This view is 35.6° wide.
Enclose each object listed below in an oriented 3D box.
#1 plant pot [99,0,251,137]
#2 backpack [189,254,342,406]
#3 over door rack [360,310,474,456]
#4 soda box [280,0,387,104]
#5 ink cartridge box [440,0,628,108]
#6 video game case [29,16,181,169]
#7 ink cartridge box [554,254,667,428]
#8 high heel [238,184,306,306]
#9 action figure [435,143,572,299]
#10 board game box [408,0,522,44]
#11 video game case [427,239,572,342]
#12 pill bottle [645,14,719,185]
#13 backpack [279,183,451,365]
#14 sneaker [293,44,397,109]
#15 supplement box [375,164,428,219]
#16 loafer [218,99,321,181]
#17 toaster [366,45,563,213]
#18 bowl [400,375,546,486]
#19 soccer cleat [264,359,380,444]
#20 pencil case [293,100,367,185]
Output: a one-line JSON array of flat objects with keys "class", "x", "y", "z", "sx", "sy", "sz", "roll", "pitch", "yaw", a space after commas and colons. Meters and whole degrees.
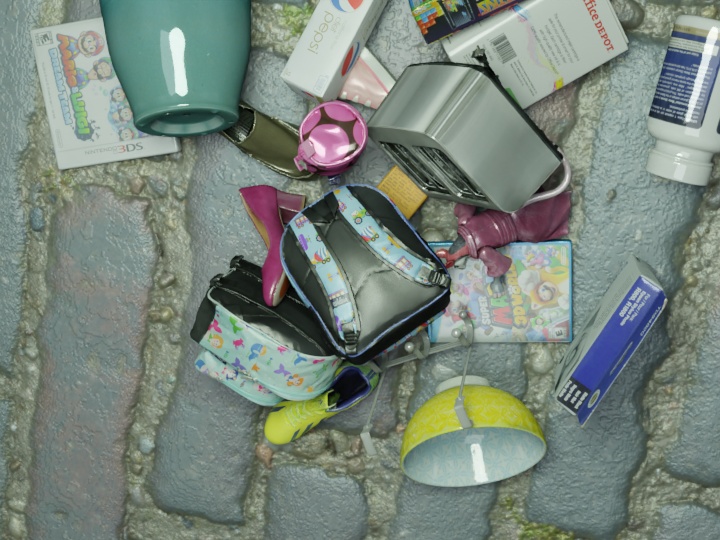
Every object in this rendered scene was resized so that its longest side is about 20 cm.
[{"class": "plant pot", "x": -0.229, "y": -0.275, "z": 1.431, "sx": 0.200, "sy": 0.200, "sz": 0.188, "roll": -7, "pitch": 83, "yaw": 10}, {"class": "backpack", "x": -0.118, "y": 0.093, "z": 1.527, "sx": 0.200, "sy": 0.178, "sz": 0.151, "roll": 24, "pitch": 114, "yaw": 6}, {"class": "over door rack", "x": 0.075, "y": 0.138, "z": 1.481, "sx": 0.148, "sy": 0.200, "sz": 0.067, "roll": -19, "pitch": 122, "yaw": 20}, {"class": "soda box", "x": -0.024, "y": -0.312, "z": 1.425, "sx": 0.064, "sy": 0.068, "sz": 0.200, "roll": 28, "pitch": 90, "yaw": 10}, {"class": "ink cartridge box", "x": 0.215, "y": -0.298, "z": 1.410, "sx": 0.200, "sy": 0.084, "sz": 0.145, "roll": -29, "pitch": 136, "yaw": 13}, {"class": "video game case", "x": -0.357, "y": -0.252, "z": 1.570, "sx": 0.182, "sy": 0.024, "sz": 0.200, "roll": -7, "pitch": 100, "yaw": 10}, {"class": "ink cartridge box", "x": 0.318, "y": 0.085, "z": 1.449, "sx": 0.041, "sy": 0.200, "sz": 0.200, "roll": 31, "pitch": 104, "yaw": 1}, {"class": "high heel", "x": -0.134, "y": -0.034, "z": 1.510, "sx": 0.096, "sy": 0.200, "sz": 0.067, "roll": 8, "pitch": 135, "yaw": 1}, {"class": "action figure", "x": 0.189, "y": -0.055, "z": 1.462, "sx": 0.200, "sy": 0.149, "sz": 0.134, "roll": -31, "pitch": 78, "yaw": -14}, {"class": "board game box", "x": 0.133, "y": -0.380, "z": 1.382, "sx": 0.165, "sy": 0.200, "sz": 0.057, "roll": -22, "pitch": 130, "yaw": 12}, {"class": "video game case", "x": 0.191, "y": 0.029, "z": 1.550, "sx": 0.200, "sy": 0.018, "sz": 0.143, "roll": -1, "pitch": 102, "yaw": 9}, {"class": "pill bottle", "x": 0.427, "y": -0.214, "z": 1.415, "sx": 0.111, "sy": 0.111, "sz": 0.200, "roll": 15, "pitch": 103, "yaw": 5}, {"class": "backpack", "x": 0.000, "y": 0.000, "z": 1.443, "sx": 0.183, "sy": 0.135, "sz": 0.200, "roll": -36, "pitch": 75, "yaw": -3}, {"class": "sneaker", "x": -0.010, "y": -0.243, "z": 1.492, "sx": 0.105, "sy": 0.075, "sz": 0.200, "roll": -42, "pitch": 85, "yaw": 9}, {"class": "supplement box", "x": 0.021, "y": -0.063, "z": 1.531, "sx": 0.069, "sy": 0.067, "sz": 0.200, "roll": 38, "pitch": 105, "yaw": -1}, {"class": "loafer", "x": -0.138, "y": -0.180, "z": 1.528, "sx": 0.200, "sy": 0.070, "sz": 0.075, "roll": 27, "pitch": 104, "yaw": 2}, {"class": "toaster", "x": 0.121, "y": -0.168, "z": 1.378, "sx": 0.200, "sy": 0.181, "sz": 0.119, "roll": 43, "pitch": 77, "yaw": -29}, {"class": "bowl", "x": 0.148, "y": 0.209, "z": 1.536, "sx": 0.200, "sy": 0.200, "sz": 0.108, "roll": -13, "pitch": 57, "yaw": 11}, {"class": "soccer cleat", "x": -0.061, "y": 0.186, "z": 1.586, "sx": 0.200, "sy": 0.084, "sz": 0.065, "roll": -34, "pitch": 95, "yaw": 14}, {"class": "pencil case", "x": -0.040, "y": -0.161, "z": 1.415, "sx": 0.094, "sy": 0.200, "sz": 0.091, "roll": -20, "pitch": 90, "yaw": -2}]
